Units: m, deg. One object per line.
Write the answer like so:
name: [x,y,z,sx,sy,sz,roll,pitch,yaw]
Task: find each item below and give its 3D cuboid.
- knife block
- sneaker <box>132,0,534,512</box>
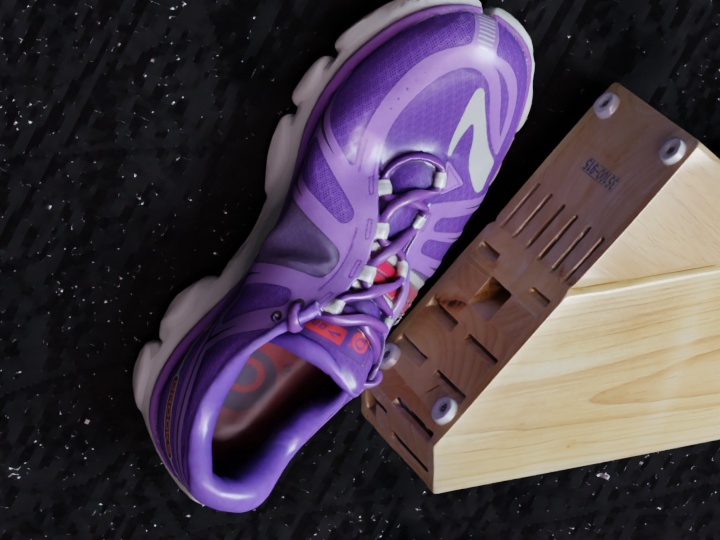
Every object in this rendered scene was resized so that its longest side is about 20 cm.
knife block: [0.124,0.026,1.035,0.200,0.064,0.176,-49,123,2]
sneaker: [0.000,0.000,0.990,0.081,0.083,0.200,25,106,-25]
